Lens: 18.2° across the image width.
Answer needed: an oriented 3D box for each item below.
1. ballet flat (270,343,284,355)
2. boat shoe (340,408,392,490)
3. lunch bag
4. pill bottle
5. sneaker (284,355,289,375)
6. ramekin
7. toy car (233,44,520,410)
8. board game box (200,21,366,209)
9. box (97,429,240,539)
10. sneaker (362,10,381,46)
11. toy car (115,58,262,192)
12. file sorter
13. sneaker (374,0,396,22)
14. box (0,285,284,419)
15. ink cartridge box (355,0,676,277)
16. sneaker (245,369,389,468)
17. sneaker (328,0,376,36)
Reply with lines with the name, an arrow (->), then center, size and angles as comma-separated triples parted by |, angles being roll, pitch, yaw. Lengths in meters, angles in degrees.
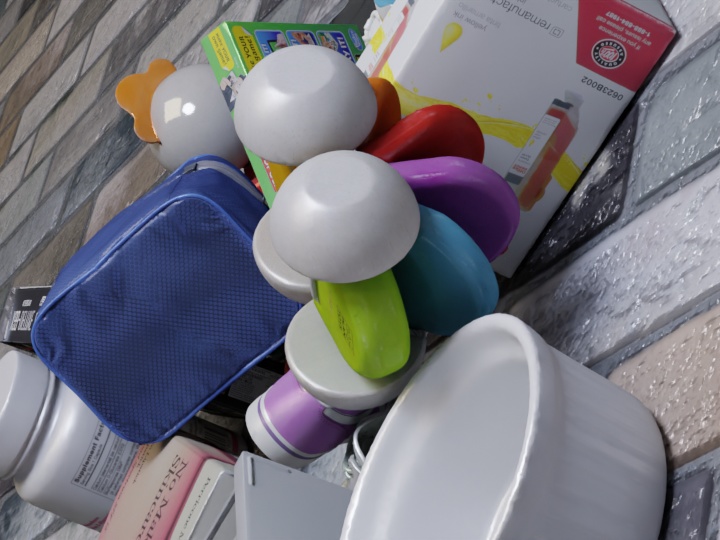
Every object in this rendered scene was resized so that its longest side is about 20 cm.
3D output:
ballet flat -> -0.055, 0.011, 1.738 | 0.200, 0.069, 0.070 | -35, 35, 55
boat shoe -> 0.023, 0.114, 1.413 | 0.200, 0.067, 0.074 | -43, 29, 47
lunch bag -> -0.128, 0.011, 1.620 | 0.200, 0.136, 0.132 | -38, 13, 11
pill bottle -> -0.198, 0.143, 1.745 | 0.113, 0.200, 0.114 | -52, 23, 33
sneaker -> 0.000, 0.000, 1.607 | 0.200, 0.073, 0.077 | -56, 12, 18
ramekin -> 0.076, 0.133, 1.208 | 0.201, 0.098, 0.201 | -51, 24, 34
toy car -> 0.015, -0.031, 1.306 | 0.175, 0.150, 0.200 | 85, 169, -49
board game box -> -0.017, -0.072, 1.500 | 0.029, 0.134, 0.200 | -33, 73, 36
box -> -0.102, 0.196, 1.572 | 0.128, 0.109, 0.200 | -65, 19, -3
sneaker -> 0.021, -0.135, 1.593 | 0.075, 0.087, 0.201 | -103, 16, -68
toy car -> -0.099, -0.122, 1.810 | 0.184, 0.200, 0.177 | -41, 31, 49
file sorter -> -0.030, 0.230, 1.308 | 0.125, 0.138, 0.200 | -58, 20, 27
sneaker -> 0.104, -0.205, 1.461 | 0.200, 0.081, 0.077 | -26, 39, -2
box -> -0.174, 0.066, 1.777 | 0.158, 0.200, 0.050 | -3, 69, 69
ink cartridge box -> 0.081, -0.115, 1.423 | 0.200, 0.145, 0.083 | -57, 22, 22
sneaker -> 0.008, 0.057, 1.472 | 0.114, 0.073, 0.200 | -45, 1, 21
sneaker -> 0.007, -0.152, 1.721 | 0.091, 0.076, 0.200 | -7, 44, 26
